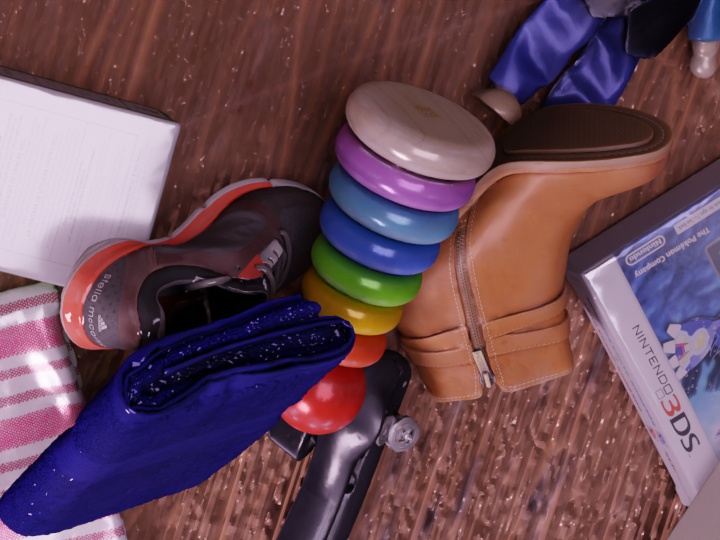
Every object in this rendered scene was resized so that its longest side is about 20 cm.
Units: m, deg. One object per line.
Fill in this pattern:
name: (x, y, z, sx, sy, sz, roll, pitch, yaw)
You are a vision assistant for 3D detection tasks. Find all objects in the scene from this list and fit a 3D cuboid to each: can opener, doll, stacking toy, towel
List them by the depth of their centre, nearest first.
towel: (-0.105, 0.077, 1.396, 0.147, 0.200, 0.050, -15, 73, -33)
stacking toy: (0.000, 0.000, 1.428, 0.085, 0.085, 0.201, 15, 115, -18)
towel: (-0.215, 0.117, 1.466, 0.146, 0.030, 0.201, -17, 105, -13)
doll: (0.158, -0.154, 1.508, 0.136, 0.048, 0.200, 39, 92, -20)
can opener: (-0.022, 0.135, 1.518, 0.063, 0.078, 0.201, 3, 107, -56)

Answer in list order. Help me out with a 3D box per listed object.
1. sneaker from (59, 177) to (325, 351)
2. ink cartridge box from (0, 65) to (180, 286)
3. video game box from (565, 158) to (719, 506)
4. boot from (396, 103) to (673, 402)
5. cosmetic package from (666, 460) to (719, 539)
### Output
sneaker: (-0.071, 0.009, 1.421, 0.200, 0.082, 0.077, -26, 126, -45)
ink cartridge box: (-0.208, -0.059, 1.416, 0.199, 0.059, 0.104, 14, 97, -18)
video game box: (0.246, 0.022, 1.572, 0.199, 0.047, 0.183, -32, 110, -7)
boot: (0.101, -0.007, 1.483, 0.199, 0.074, 0.155, -10, 115, 24)
cosmetic package: (0.225, 0.207, 1.562, 0.103, 0.073, 0.201, 23, 105, -34)
